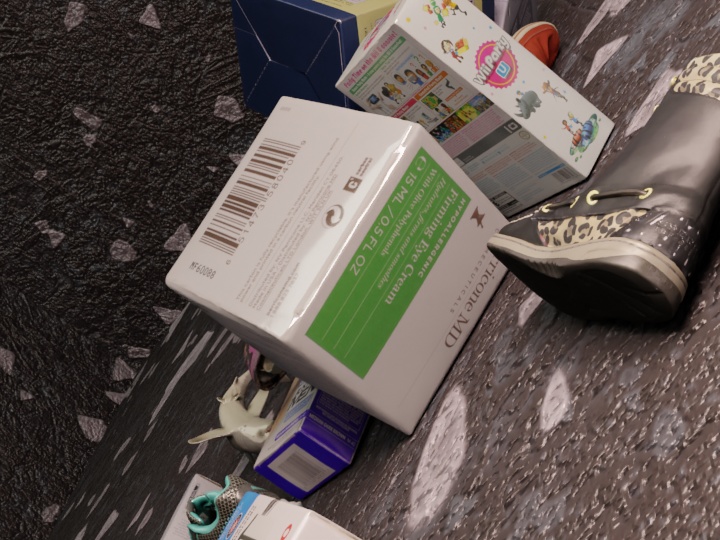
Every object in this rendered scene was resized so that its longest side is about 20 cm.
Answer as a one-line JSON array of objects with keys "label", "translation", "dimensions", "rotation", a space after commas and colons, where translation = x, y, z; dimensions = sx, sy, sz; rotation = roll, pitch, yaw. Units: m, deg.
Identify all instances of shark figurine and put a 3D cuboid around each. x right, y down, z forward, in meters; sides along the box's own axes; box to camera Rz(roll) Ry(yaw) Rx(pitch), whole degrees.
[{"label": "shark figurine", "translation": [-0.134, 0.183, 1.306], "dimensions": [0.126, 0.091, 0.215], "rotation": [-21, 24, 2]}]

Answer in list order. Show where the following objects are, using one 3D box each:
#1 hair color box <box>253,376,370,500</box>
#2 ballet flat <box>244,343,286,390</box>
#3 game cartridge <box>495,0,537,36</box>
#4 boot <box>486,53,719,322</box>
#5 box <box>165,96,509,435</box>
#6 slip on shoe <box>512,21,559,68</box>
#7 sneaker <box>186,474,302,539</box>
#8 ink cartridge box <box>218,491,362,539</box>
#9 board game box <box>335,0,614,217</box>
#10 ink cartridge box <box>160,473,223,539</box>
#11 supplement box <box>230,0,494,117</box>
[{"label": "hair color box", "translation": [-0.024, 0.110, 1.058], "dimensions": [0.109, 0.064, 0.202], "rotation": [-45, 14, 49]}, {"label": "ballet flat", "translation": [-0.062, 0.045, 1.101], "dimensions": [0.202, 0.068, 0.072], "rotation": [-60, 36, 31]}, {"label": "game cartridge", "translation": [0.165, -0.273, 1.209], "dimensions": [0.201, 0.040, 0.135], "rotation": [-67, -24, -46]}, {"label": "boot", "translation": [0.168, -0.049, 0.672], "dimensions": [0.155, 0.073, 0.203], "rotation": [-55, 15, -7]}, {"label": "box", "translation": [-0.014, -0.009, 0.913], "dimensions": [0.199, 0.171, 0.201], "rotation": [21, 75, 50]}, {"label": "slip on shoe", "translation": [0.169, -0.189, 1.107], "dimensions": [0.201, 0.060, 0.075], "rotation": [-53, -38, -42]}, {"label": "sneaker", "translation": [-0.135, 0.253, 1.051], "dimensions": [0.200, 0.091, 0.078], "rotation": [-46, 13, 42]}, {"label": "ink cartridge box", "translation": [-0.065, 0.248, 0.785], "dimensions": [0.147, 0.084, 0.200], "rotation": [-59, 11, -17]}, {"label": "board game box", "translation": [0.092, -0.141, 0.915], "dimensions": [0.065, 0.199, 0.147], "rotation": [-59, 12, -20]}, {"label": "ink cartridge box", "translation": [-0.226, 0.355, 1.187], "dimensions": [0.201, 0.040, 0.201], "rotation": [-67, 4, -45]}, {"label": "supplement box", "translation": [0.004, -0.236, 1.110], "dimensions": [0.198, 0.136, 0.199], "rotation": [-25, 36, -30]}]
